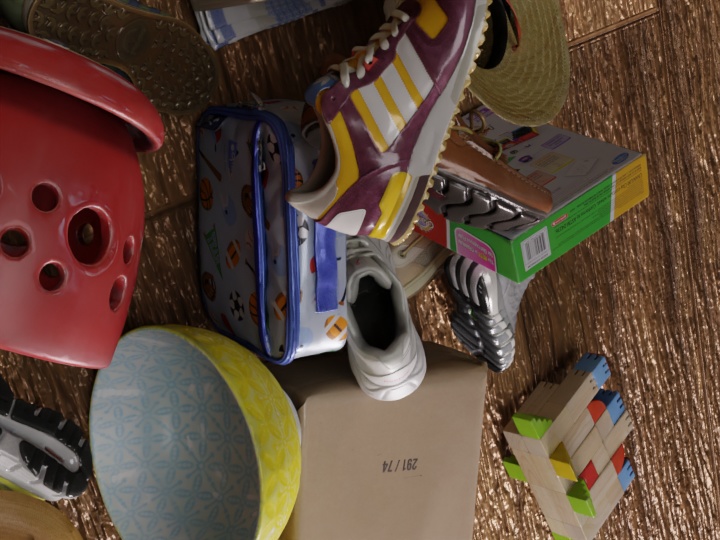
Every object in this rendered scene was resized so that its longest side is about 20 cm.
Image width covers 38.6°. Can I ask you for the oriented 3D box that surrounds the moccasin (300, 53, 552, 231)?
[{"bbox_3d":[0.053,-0.089,0.736,0.199,0.074,0.079,24,69,-13],"label":"moccasin"}]

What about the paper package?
[{"bbox_3d":[0.005,0.173,0.923,0.198,0.103,0.193,-4,103,-33],"label":"paper package"}]

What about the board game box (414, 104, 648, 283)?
[{"bbox_3d":[0.119,-0.074,0.878,0.152,0.199,0.041,-31,125,-22],"label":"board game box"}]

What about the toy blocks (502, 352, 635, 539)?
[{"bbox_3d":[0.232,0.181,1.087,0.137,0.099,0.201,-44,121,-29],"label":"toy blocks"}]

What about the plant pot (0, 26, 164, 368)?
[{"bbox_3d":[-0.234,-0.049,0.668,0.199,0.199,0.185,20,81,-34],"label":"plant pot"}]

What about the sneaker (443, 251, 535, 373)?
[{"bbox_3d":[0.141,0.013,0.946,0.115,0.075,0.201,-43,155,-14],"label":"sneaker"}]

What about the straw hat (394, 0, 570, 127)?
[{"bbox_3d":[0.070,-0.187,0.772,0.200,0.085,0.204,20,61,-41],"label":"straw hat"}]

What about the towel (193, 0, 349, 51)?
[{"bbox_3d":[-0.060,-0.277,0.824,0.199,0.024,0.149,-26,112,-27],"label":"towel"}]

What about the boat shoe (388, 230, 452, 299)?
[{"bbox_3d":[0.041,-0.012,0.929,0.199,0.072,0.065,-36,88,-17],"label":"boat shoe"}]

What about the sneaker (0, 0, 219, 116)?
[{"bbox_3d":[-0.185,-0.176,0.737,0.068,0.090,0.200,-57,155,9],"label":"sneaker"}]

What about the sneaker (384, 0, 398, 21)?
[{"bbox_3d":[0.082,-0.258,0.844,0.078,0.098,0.203,16,83,-52],"label":"sneaker"}]

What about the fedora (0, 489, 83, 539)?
[{"bbox_3d":[-0.301,0.233,0.749,0.198,0.082,0.203,-9,109,-28],"label":"fedora"}]

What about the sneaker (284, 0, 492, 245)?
[{"bbox_3d":[0.015,-0.120,0.637,0.089,0.075,0.203,15,98,-13],"label":"sneaker"}]

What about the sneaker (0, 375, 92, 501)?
[{"bbox_3d":[-0.287,0.112,0.730,0.200,0.089,0.079,52,30,-34],"label":"sneaker"}]

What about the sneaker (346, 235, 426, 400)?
[{"bbox_3d":[0.000,0.000,0.836,0.077,0.202,0.100,-24,159,-8],"label":"sneaker"}]

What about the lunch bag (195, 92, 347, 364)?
[{"bbox_3d":[-0.068,-0.037,0.792,0.075,0.160,0.203,-11,108,-30],"label":"lunch bag"}]

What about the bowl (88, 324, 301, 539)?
[{"bbox_3d":[-0.110,0.133,0.801,0.107,0.198,0.203,-11,108,-49],"label":"bowl"}]

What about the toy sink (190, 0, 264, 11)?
[{"bbox_3d":[-0.062,-0.300,0.738,0.129,0.112,0.203,-18,107,-30],"label":"toy sink"}]
